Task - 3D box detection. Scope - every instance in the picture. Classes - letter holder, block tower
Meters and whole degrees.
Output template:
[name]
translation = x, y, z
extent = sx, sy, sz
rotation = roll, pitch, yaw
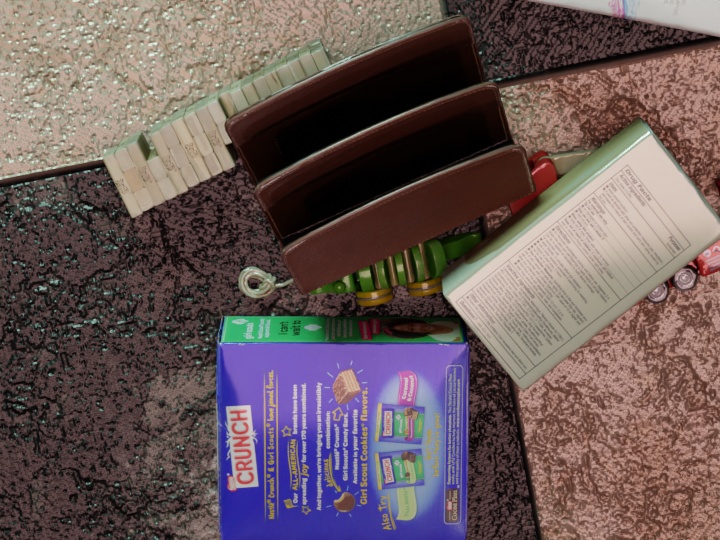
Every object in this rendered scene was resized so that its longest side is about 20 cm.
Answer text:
[letter holder]
translation = 0.015, -0.088, 1.572
extent = 0.199, 0.142, 0.101
rotation = -24, 64, 1
[block tower]
translation = -0.099, -0.113, 1.630
extent = 0.199, 0.054, 0.058
rotation = -25, 103, 4

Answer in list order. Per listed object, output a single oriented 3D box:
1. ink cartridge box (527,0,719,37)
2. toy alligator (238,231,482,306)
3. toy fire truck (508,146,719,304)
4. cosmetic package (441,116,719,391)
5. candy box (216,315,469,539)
[ink cartridge box]
translation = 0.177, -0.237, 1.559
extent = 0.199, 0.148, 0.086
rotation = 12, 103, -3
[toy alligator]
translation = 0.000, 0.000, 1.657
extent = 0.199, 0.054, 0.060
rotation = -11, 103, 1
[toy fire truck]
translation = 0.225, -0.050, 1.653
extent = 0.199, 0.049, 0.142
rotation = -23, 103, 5
[cosmetic package]
translation = 0.168, -0.013, 1.598
extent = 0.200, 0.071, 0.105
rotation = -37, 101, 9
[candy box]
translation = -0.015, 0.126, 1.676
extent = 0.199, 0.077, 0.170
rotation = 0, 104, -2
